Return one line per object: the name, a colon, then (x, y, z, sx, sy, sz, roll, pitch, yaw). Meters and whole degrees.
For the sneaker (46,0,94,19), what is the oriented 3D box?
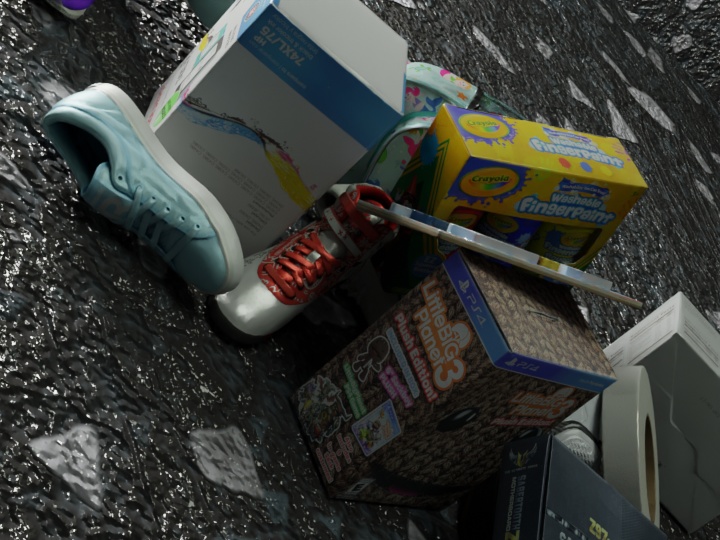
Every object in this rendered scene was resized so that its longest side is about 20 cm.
sneaker: (-0.241, -0.303, 1.230, 0.069, 0.099, 0.200, 41, 26, -11)

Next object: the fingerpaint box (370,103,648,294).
fingerpaint box: (0.129, -0.050, 1.207, 0.198, 0.167, 0.074, 7, 42, -31)

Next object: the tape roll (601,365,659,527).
tape roll: (0.266, 0.195, 1.311, 0.203, 0.037, 0.205, -4, 90, -74)

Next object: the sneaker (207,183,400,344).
sneaker: (-0.041, -0.014, 1.120, 0.067, 0.108, 0.201, 50, 35, 7)

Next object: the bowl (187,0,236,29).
bowl: (-0.097, -0.298, 1.324, 0.202, 0.199, 0.106, -90, 173, -54)

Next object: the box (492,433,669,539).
box: (0.179, 0.248, 1.075, 0.200, 0.051, 0.159, 42, 45, -35)

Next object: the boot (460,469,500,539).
boot: (0.139, 0.243, 1.140, 0.097, 0.074, 0.201, 47, 34, -27)

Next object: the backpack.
backpack: (0.072, -0.108, 1.381, 0.199, 0.178, 0.151, 36, 28, 3)

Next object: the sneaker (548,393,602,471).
sneaker: (0.148, 0.107, 1.260, 0.199, 0.075, 0.116, 29, 57, -15)

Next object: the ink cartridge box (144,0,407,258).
ink cartridge box: (-0.078, -0.144, 1.159, 0.146, 0.200, 0.147, 37, 27, -19)

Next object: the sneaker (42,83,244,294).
sneaker: (-0.176, -0.053, 1.042, 0.200, 0.074, 0.082, 48, 40, 8)

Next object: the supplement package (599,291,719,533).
supplement package: (0.364, 0.159, 1.504, 0.200, 0.156, 0.111, 46, 26, -7)

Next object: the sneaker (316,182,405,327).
sneaker: (0.000, 0.000, 1.259, 0.070, 0.073, 0.201, 3, 47, -23)

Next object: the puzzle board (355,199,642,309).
puzzle board: (0.111, -0.017, 1.080, 0.199, 0.018, 0.150, 18, 3, -27)

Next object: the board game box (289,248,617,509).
board game box: (0.074, 0.094, 1.074, 0.159, 0.200, 0.097, 16, 40, -48)
